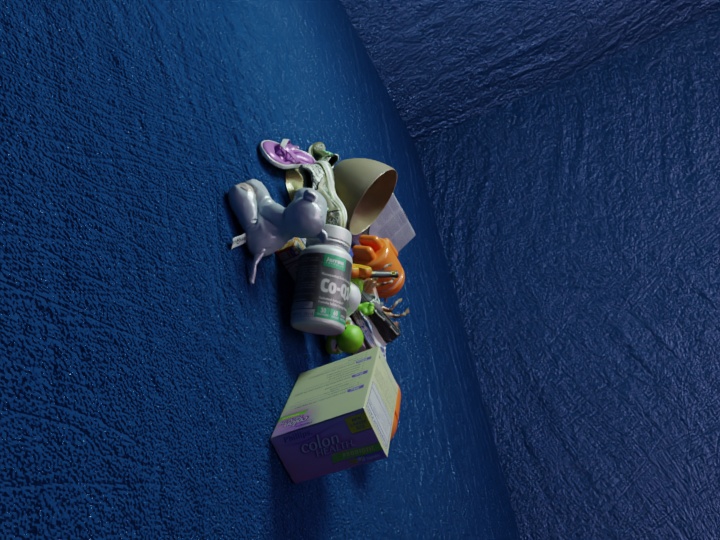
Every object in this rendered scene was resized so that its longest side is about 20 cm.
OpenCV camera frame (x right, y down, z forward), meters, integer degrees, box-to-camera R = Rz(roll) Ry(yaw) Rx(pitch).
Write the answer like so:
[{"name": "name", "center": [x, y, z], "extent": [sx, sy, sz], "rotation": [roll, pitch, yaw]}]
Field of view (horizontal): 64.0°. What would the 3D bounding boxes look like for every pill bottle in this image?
[{"name": "pill bottle", "center": [-0.075, 0.019, 1.155], "extent": [0.113, 0.111, 0.204], "rotation": [38, 54, -61]}]

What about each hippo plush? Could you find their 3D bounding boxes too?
[{"name": "hippo plush", "center": [-0.147, -0.110, 1.075], "extent": [0.201, 0.158, 0.162], "rotation": [-72, 140, -65]}]

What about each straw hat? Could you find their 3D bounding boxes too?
[{"name": "straw hat", "center": [-0.104, -0.184, 1.440], "extent": [0.201, 0.084, 0.205], "rotation": [-20, 91, -74]}]

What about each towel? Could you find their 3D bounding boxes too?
[{"name": "towel", "center": [0.009, 0.130, 1.468], "extent": [0.202, 0.024, 0.147], "rotation": [60, 5, -4]}]

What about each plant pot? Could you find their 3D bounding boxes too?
[{"name": "plant pot", "center": [-0.014, -0.217, 1.525], "extent": [0.134, 0.202, 0.200], "rotation": [37, 9, 16]}]

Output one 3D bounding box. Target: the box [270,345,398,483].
[{"name": "box", "center": [-0.037, 0.245, 1.001], "extent": [0.098, 0.173, 0.200], "rotation": [64, 17, -15]}]

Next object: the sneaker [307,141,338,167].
[{"name": "sneaker", "center": [-0.095, -0.300, 1.597], "extent": [0.077, 0.087, 0.202], "rotation": [57, 20, -37]}]

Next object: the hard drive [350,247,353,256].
[{"name": "hard drive", "center": [-0.037, -0.028, 1.591], "extent": [0.201, 0.025, 0.134], "rotation": [55, 22, -44]}]

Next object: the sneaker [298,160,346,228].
[{"name": "sneaker", "center": [-0.098, -0.160, 1.324], "extent": [0.088, 0.076, 0.204], "rotation": [-3, 68, -46]}]

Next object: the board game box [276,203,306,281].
[{"name": "board game box", "center": [-0.120, -0.047, 1.296], "extent": [0.202, 0.046, 0.153], "rotation": [-86, 152, -55]}]

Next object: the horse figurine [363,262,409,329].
[{"name": "horse figurine", "center": [0.045, 0.074, 1.485], "extent": [0.050, 0.130, 0.204], "rotation": [-166, -125, -74]}]

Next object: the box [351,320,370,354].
[{"name": "box", "center": [-0.032, 0.144, 1.380], "extent": [0.201, 0.041, 0.039], "rotation": [54, 22, -43]}]

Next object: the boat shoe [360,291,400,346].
[{"name": "boat shoe", "center": [0.032, 0.095, 1.417], "extent": [0.202, 0.060, 0.076], "rotation": [57, 5, -28]}]

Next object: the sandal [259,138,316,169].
[{"name": "sandal", "center": [-0.164, -0.280, 1.353], "extent": [0.083, 0.050, 0.202], "rotation": [52, 24, 15]}]

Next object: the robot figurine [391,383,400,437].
[{"name": "robot figurine", "center": [0.029, 0.303, 1.264], "extent": [0.116, 0.144, 0.201], "rotation": [43, 23, -11]}]

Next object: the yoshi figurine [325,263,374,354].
[{"name": "yoshi figurine", "center": [-0.020, 0.092, 1.245], "extent": [0.112, 0.110, 0.204], "rotation": [-132, -126, -78]}]

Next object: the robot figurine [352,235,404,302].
[{"name": "robot figurine", "center": [0.050, -0.005, 1.578], "extent": [0.201, 0.115, 0.145], "rotation": [57, 16, -38]}]

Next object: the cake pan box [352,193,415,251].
[{"name": "cake pan box", "center": [0.058, -0.108, 1.686], "extent": [0.052, 0.184, 0.201], "rotation": [39, -10, 46]}]

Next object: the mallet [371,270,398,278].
[{"name": "mallet", "center": [0.000, 0.000, 1.438], "extent": [0.041, 0.196, 0.067], "rotation": [118, -40, -54]}]
